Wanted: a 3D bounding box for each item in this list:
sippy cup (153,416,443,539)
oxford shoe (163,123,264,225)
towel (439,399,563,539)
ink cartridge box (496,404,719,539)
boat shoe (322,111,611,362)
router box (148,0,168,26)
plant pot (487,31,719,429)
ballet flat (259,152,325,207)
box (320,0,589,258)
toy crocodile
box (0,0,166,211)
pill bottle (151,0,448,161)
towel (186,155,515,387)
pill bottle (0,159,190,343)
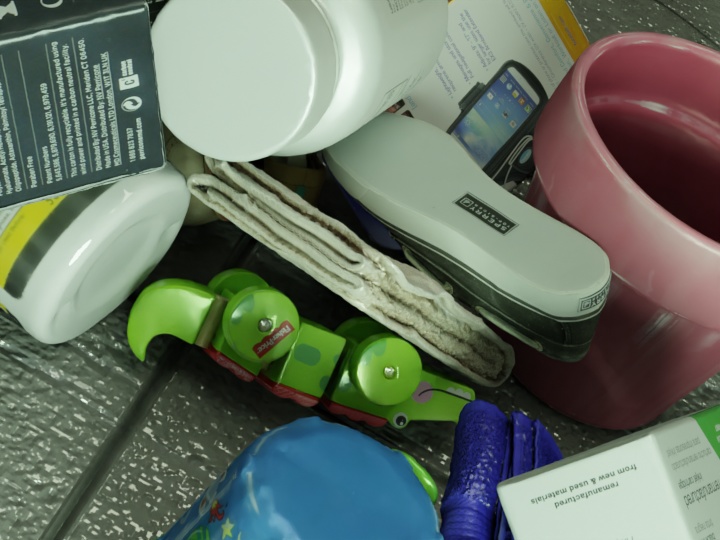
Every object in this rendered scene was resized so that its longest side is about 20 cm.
[{"bbox_3d":[-0.032,0.141,0.845,0.140,0.130,0.178,19,40,-15],"label":"sippy cup"},{"bbox_3d":[-0.103,-0.123,1.071,0.070,0.075,0.200,32,52,-69],"label":"oxford shoe"},{"bbox_3d":[0.082,0.174,0.898,0.148,0.050,0.200,57,29,-30],"label":"towel"},{"bbox_3d":[0.156,0.174,0.885,0.147,0.083,0.200,-5,75,-65],"label":"ink cartridge box"},{"bbox_3d":[0.051,-0.018,1.042,0.071,0.064,0.200,-28,52,-32],"label":"boat shoe"},{"bbox_3d":[-0.197,-0.181,1.068,0.062,0.150,0.200,-14,57,-43],"label":"router box"},{"bbox_3d":[0.169,-0.011,1.107,0.200,0.179,0.200,18,40,-16],"label":"plant pot"},{"bbox_3d":[-0.060,-0.105,1.148,0.069,0.063,0.200,3,46,-29],"label":"ballet flat"},{"bbox_3d":[0.057,-0.098,1.151,0.200,0.041,0.119,-38,106,-22],"label":"box"},{"bbox_3d":[-0.028,0.047,1.009,0.200,0.062,0.068,21,3,-21],"label":"toy crocodile"},{"bbox_3d":[-0.213,-0.129,0.867,0.196,0.124,0.200,-17,58,-11],"label":"box"},{"bbox_3d":[-0.033,-0.121,0.981,0.114,0.114,0.200,36,24,5],"label":"pill bottle"},{"bbox_3d":[0.000,0.000,1.001,0.132,0.034,0.200,35,0,28],"label":"towel"},{"bbox_3d":[-0.195,-0.066,0.973,0.200,0.114,0.114,41,39,11],"label":"pill bottle"}]
